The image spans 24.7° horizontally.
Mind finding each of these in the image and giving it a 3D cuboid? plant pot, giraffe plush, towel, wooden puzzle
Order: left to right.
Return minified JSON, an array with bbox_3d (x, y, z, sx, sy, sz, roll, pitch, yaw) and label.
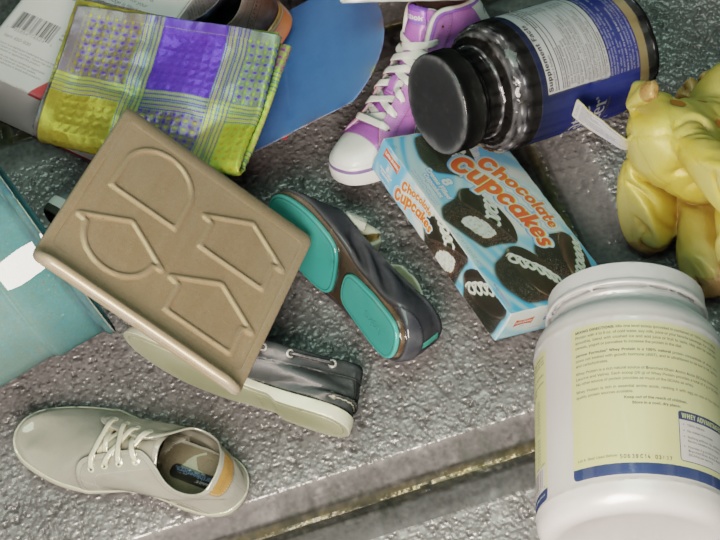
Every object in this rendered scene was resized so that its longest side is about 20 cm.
[{"bbox_3d":[-0.332,0.025,1.314,0.196,0.200,0.200,-37,62,-6],"label":"plant pot"},{"bbox_3d":[-0.172,-0.156,1.393,0.199,0.023,0.144,13,69,14],"label":"towel"},{"bbox_3d":[-0.145,-0.012,1.275,0.185,0.046,0.200,36,40,-12],"label":"wooden puzzle"},{"bbox_3d":[0.296,-0.104,1.344,0.162,0.173,0.200,-34,78,-28],"label":"giraffe plush"}]

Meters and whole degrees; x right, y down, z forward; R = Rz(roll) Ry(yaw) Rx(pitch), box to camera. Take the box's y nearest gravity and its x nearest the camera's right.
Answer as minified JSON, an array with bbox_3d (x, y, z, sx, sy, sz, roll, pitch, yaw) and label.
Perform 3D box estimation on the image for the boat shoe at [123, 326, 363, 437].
[{"bbox_3d":[-0.090,0.068,1.318,0.198,0.075,0.066,19,69,13],"label":"boat shoe"}]

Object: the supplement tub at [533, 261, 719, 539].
[{"bbox_3d":[0.201,0.110,1.226,0.144,0.145,0.201,0,59,6],"label":"supplement tub"}]

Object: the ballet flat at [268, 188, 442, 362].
[{"bbox_3d":[0.000,0.000,1.364,0.073,0.073,0.200,-33,55,-14],"label":"ballet flat"}]

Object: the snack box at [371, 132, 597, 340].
[{"bbox_3d":[0.108,-0.037,1.359,0.116,0.037,0.200,-12,54,-35],"label":"snack box"}]

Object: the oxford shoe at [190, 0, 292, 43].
[{"bbox_3d":[-0.148,-0.178,1.458,0.071,0.073,0.200,24,73,46],"label":"oxford shoe"}]

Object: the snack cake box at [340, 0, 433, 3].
[{"bbox_3d":[0.047,-0.293,1.468,0.114,0.068,0.200,1,22,5],"label":"snack cake box"}]

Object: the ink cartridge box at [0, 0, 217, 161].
[{"bbox_3d":[-0.233,-0.210,1.496,0.146,0.083,0.200,24,65,18],"label":"ink cartridge box"}]

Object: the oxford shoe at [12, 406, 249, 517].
[{"bbox_3d":[-0.183,0.143,1.296,0.199,0.058,0.076,13,64,15],"label":"oxford shoe"}]

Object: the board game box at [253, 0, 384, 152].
[{"bbox_3d":[-0.057,-0.166,1.467,0.199,0.039,0.159,-26,45,18],"label":"board game box"}]

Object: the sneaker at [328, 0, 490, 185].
[{"bbox_3d":[0.036,-0.168,1.421,0.072,0.115,0.200,26,60,40],"label":"sneaker"}]

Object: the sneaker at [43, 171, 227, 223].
[{"bbox_3d":[-0.158,-0.046,1.389,0.199,0.084,0.121,27,70,11],"label":"sneaker"}]

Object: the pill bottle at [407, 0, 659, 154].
[{"bbox_3d":[0.144,-0.165,1.386,0.199,0.112,0.112,-20,57,-27],"label":"pill bottle"}]
